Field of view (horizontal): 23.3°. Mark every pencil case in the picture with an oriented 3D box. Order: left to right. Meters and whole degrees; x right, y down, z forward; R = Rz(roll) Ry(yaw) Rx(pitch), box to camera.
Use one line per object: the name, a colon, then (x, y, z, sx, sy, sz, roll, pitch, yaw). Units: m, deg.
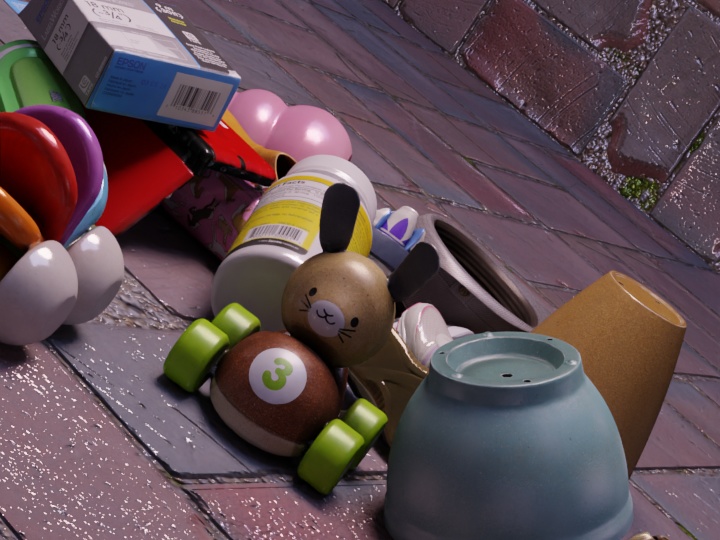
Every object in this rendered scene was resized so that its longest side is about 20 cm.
pencil case: (-0.158, -0.085, 1.711, 0.200, 0.087, 0.083, 39, -4, 27)

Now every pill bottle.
pill bottle: (-0.053, -0.017, 1.571, 0.114, 0.115, 0.200, 33, 34, -4)

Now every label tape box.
label tape box: (-0.220, -0.214, 1.591, 0.143, 0.064, 0.200, 8, 31, -43)

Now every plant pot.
plant pot: (0.114, 0.129, 1.366, 0.198, 0.136, 0.200, -2, 17, 1)
plant pot: (0.228, 0.107, 1.733, 0.185, 0.201, 0.187, 31, 14, -9)

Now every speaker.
speaker: (-0.279, -0.120, 1.531, 0.088, 0.089, 0.201, 23, 26, -37)

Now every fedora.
fedora: (0.111, 0.034, 1.852, 0.200, 0.090, 0.177, 41, 15, -7)

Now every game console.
game console: (-0.209, -0.113, 1.641, 0.200, 0.119, 0.172, 44, 16, 31)

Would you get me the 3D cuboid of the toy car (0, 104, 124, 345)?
toy car: (-0.253, -0.051, 1.278, 0.174, 0.151, 0.200, 36, 15, 8)

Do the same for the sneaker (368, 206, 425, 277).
sneaker: (0.000, 0.000, 1.673, 0.080, 0.147, 0.200, 34, 14, 0)

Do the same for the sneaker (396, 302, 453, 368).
sneaker: (0.105, 0.107, 1.596, 0.081, 0.088, 0.201, 11, 45, -56)

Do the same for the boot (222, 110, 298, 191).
boot: (-0.113, -0.116, 1.755, 0.202, 0.071, 0.144, 57, -23, -13)

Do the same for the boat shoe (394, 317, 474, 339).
boat shoe: (0.046, 0.073, 1.720, 0.066, 0.071, 0.199, 19, 11, 28)

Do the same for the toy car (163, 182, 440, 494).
toy car: (-0.027, 0.041, 1.381, 0.164, 0.201, 0.158, 36, 15, 7)

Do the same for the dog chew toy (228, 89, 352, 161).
dog chew toy: (-0.111, -0.146, 1.961, 0.199, 0.125, 0.125, 26, 14, 2)

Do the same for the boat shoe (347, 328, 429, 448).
boat shoe: (0.041, 0.119, 1.539, 0.201, 0.071, 0.066, 53, -8, 26)

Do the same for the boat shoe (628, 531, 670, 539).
boat shoe: (0.252, 0.269, 1.518, 0.075, 0.075, 0.202, 51, 7, 11)
